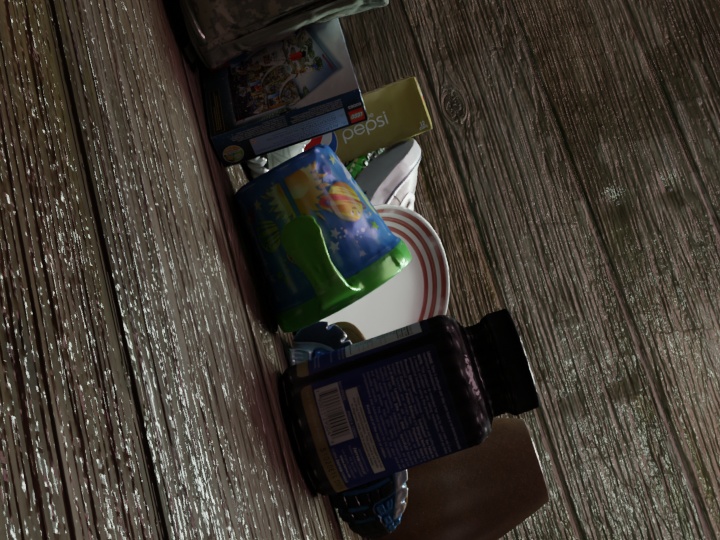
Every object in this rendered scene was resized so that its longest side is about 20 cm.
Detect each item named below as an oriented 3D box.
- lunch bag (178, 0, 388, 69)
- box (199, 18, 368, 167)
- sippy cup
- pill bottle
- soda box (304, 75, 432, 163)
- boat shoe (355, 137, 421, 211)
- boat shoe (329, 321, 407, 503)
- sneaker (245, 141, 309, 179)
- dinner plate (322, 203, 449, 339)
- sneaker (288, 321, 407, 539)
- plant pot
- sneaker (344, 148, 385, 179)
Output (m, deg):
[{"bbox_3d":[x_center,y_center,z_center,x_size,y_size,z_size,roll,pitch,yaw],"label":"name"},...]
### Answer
[{"bbox_3d":[-0.076,-0.279,0.985,0.140,0.197,0.170,63,8,-64],"label":"lunch bag"},{"bbox_3d":[-0.078,-0.191,1.021,0.038,0.134,0.202,68,6,-46],"label":"box"},{"bbox_3d":[-0.042,-0.035,0.982,0.177,0.139,0.132,-17,-76,59],"label":"sippy cup"},{"bbox_3d":[0.042,0.104,0.923,0.112,0.197,0.114,-18,90,-87],"label":"pill bottle"},{"bbox_3d":[-0.019,-0.160,1.279,0.068,0.197,0.065,-91,160,-79],"label":"soda box"},{"bbox_3d":[0.026,-0.064,1.219,0.070,0.070,0.201,53,42,-25],"label":"boat shoe"},{"bbox_3d":[-0.005,0.150,1.109,0.065,0.072,0.203,-168,-115,-83],"label":"boat shoe"},{"bbox_3d":[-0.082,-0.128,1.127,0.200,0.080,0.076,67,4,-71],"label":"sneaker"},{"bbox_3d":[0.014,0.031,1.150,0.024,0.199,0.203,17,-46,51],"label":"dinner plate"},{"bbox_3d":[-0.008,0.144,1.026,0.087,0.074,0.203,101,-29,-85],"label":"sneaker"},{"bbox_3d":[0.104,0.241,1.244,0.187,0.197,0.190,-18,90,-86],"label":"plant pot"},{"bbox_3d":[-0.024,-0.095,1.330,0.200,0.084,0.079,-48,129,-47],"label":"sneaker"}]
